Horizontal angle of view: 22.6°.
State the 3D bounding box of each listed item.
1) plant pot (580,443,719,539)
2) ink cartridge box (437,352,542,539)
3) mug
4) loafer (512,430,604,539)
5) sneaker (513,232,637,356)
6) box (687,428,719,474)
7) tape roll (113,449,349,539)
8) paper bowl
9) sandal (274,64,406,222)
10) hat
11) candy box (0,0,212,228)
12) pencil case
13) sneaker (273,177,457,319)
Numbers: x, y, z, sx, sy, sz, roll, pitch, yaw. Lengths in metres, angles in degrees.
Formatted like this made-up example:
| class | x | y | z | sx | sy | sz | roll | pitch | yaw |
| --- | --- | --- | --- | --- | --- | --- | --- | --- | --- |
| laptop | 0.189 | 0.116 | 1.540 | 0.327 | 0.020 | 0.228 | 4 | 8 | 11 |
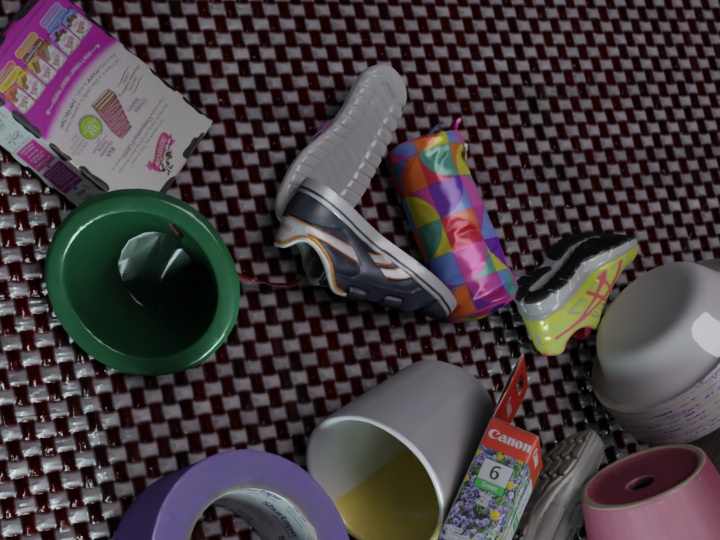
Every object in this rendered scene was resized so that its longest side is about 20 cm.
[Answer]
| class | x | y | z | sx | sy | sz | roll | pitch | yaw |
| --- | --- | --- | --- | --- | --- | --- | --- | --- | --- |
| plant pot | 0.302 | 0.275 | 1.736 | 0.200 | 0.200 | 0.179 | -32 | 106 | -37 |
| ink cartridge box | 0.130 | 0.186 | 1.631 | 0.050 | 0.109 | 0.200 | 22 | 74 | 15 |
| mug | 0.047 | 0.173 | 1.684 | 0.149 | 0.187 | 0.153 | 31 | 42 | 17 |
| loafer | 0.190 | 0.246 | 1.778 | 0.070 | 0.070 | 0.200 | 45 | 62 | -19 |
| sneaker | 0.228 | 0.023 | 1.885 | 0.200 | 0.078 | 0.090 | -33 | 117 | -41 |
| box | 0.393 | 0.209 | 1.841 | 0.109 | 0.200 | 0.128 | 48 | 54 | -10 |
| tape roll | -0.110 | 0.260 | 1.557 | 0.200 | 0.085 | 0.200 | 13 | 66 | -30 |
| paper bowl | 0.321 | 0.072 | 1.834 | 0.104 | 0.201 | 0.201 | 46 | 54 | -25 |
| sandal | -0.021 | -0.116 | 1.774 | 0.082 | 0.050 | 0.203 | 50 | 64 | -28 |
| hat | -0.178 | -0.008 | 1.633 | 0.200 | 0.166 | 0.176 | 60 | 13 | -17 |
| candy box | -0.250 | -0.142 | 1.620 | 0.200 | 0.061 | 0.136 | 40 | 55 | -15 |
| pencil case | 0.093 | -0.048 | 1.803 | 0.088 | 0.088 | 0.200 | -16 | 85 | -37 |
| sneaker | 0.000 | 0.000 | 1.726 | 0.200 | 0.078 | 0.079 | 38 | 79 | -20 |
